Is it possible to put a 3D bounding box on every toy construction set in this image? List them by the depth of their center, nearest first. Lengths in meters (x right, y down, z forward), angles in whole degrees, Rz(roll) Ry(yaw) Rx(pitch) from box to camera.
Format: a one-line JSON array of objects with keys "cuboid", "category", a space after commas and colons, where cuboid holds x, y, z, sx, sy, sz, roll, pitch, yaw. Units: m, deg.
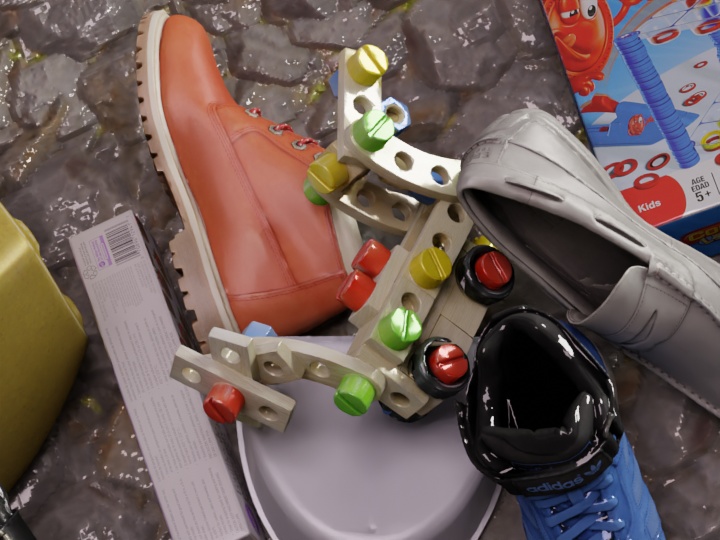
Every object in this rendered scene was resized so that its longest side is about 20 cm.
[{"cuboid": [0.000, 0.000, 1.228, 0.131, 0.092, 0.200, 36, 67, -11], "category": "toy construction set"}]

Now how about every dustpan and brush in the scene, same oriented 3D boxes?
[{"cuboid": [0.006, 0.133, 1.240, 0.139, 0.057, 0.200, 0, 59, 2], "category": "dustpan and brush"}]

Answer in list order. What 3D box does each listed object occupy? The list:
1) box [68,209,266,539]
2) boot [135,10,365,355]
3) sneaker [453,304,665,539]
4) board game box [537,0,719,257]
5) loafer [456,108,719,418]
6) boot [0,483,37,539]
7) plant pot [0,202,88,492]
[{"cuboid": [-0.099, 0.063, 1.302, 0.041, 0.039, 0.200, -26, 62, 4], "category": "box"}, {"cuboid": [-0.056, -0.055, 1.330, 0.107, 0.075, 0.200, -19, 71, 3], "category": "boot"}, {"cuboid": [0.099, 0.112, 1.174, 0.077, 0.111, 0.200, -18, 70, 16], "category": "sneaker"}, {"cuboid": [0.201, -0.120, 1.293, 0.200, 0.056, 0.196, -20, 63, 6], "category": "board game box"}, {"cuboid": [0.124, 0.009, 1.209, 0.200, 0.070, 0.070, 41, 45, -3], "category": "loafer"}, {"cuboid": [-0.146, 0.138, 1.185, 0.211, 0.079, 0.158, -25, 73, -38], "category": "boot"}, {"cuboid": [-0.256, 0.031, 1.281, 0.200, 0.194, 0.196, -35, 62, -8], "category": "plant pot"}]
